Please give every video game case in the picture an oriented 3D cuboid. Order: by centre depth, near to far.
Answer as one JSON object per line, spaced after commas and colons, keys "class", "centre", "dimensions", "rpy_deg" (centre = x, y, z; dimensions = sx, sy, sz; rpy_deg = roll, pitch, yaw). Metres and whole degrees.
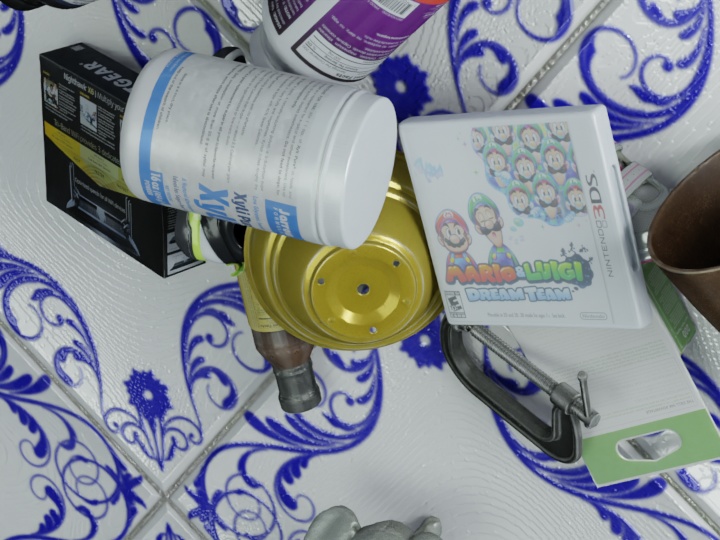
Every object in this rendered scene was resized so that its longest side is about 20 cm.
{"class": "video game case", "centre": [0.131, -0.041, 1.564], "dimensions": [0.199, 0.024, 0.183], "rpy_deg": [0, 113, 42]}

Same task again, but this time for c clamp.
{"class": "c clamp", "centre": [0.136, 0.089, 1.669], "dimensions": [0.200, 0.027, 0.171], "rpy_deg": [35, 155, 36]}

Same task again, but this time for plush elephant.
{"class": "plush elephant", "centre": [0.030, 0.296, 1.822], "dimensions": [0.164, 0.200, 0.156], "rpy_deg": [23, 107, 31]}

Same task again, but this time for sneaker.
{"class": "sneaker", "centre": [0.192, -0.064, 1.564], "dimensions": [0.199, 0.081, 0.089], "rpy_deg": [9, 121, 29]}
{"class": "sneaker", "centre": [-0.106, -0.096, 1.700], "dimensions": [0.082, 0.072, 0.201], "rpy_deg": [14, 108, 17]}

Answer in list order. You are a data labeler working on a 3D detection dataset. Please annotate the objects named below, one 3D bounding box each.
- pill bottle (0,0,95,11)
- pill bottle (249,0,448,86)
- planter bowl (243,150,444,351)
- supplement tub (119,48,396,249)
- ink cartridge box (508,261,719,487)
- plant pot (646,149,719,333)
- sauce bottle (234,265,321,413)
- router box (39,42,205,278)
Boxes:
{"class": "pill bottle", "centre": [-0.241, -0.296, 1.707], "dimensions": [0.199, 0.112, 0.112], "rpy_deg": [-12, 107, 37]}
{"class": "pill bottle", "centre": [-0.005, -0.226, 1.588], "dimensions": [0.113, 0.112, 0.200], "rpy_deg": [51, 131, 0]}
{"class": "planter bowl", "centre": [0.000, 0.000, 1.661], "dimensions": [0.199, 0.084, 0.201], "rpy_deg": [-2, 117, -4]}
{"class": "supplement tub", "centre": [-0.084, -0.101, 1.580], "dimensions": [0.199, 0.132, 0.133], "rpy_deg": [14, 122, 17]}
{"class": "ink cartridge box", "centre": [0.220, 0.078, 1.644], "dimensions": [0.145, 0.048, 0.201], "rpy_deg": [-19, 109, 39]}
{"class": "plant pot", "centre": [0.347, 0.013, 1.458], "dimensions": [0.186, 0.187, 0.200], "rpy_deg": [-18, 118, 38]}
{"class": "sauce bottle", "centre": [-0.076, 0.036, 1.807], "dimensions": [0.064, 0.065, 0.201], "rpy_deg": [3, 117, 32]}
{"class": "router box", "centre": [-0.222, -0.105, 1.798], "dimensions": [0.200, 0.052, 0.158], "rpy_deg": [31, 130, 40]}
